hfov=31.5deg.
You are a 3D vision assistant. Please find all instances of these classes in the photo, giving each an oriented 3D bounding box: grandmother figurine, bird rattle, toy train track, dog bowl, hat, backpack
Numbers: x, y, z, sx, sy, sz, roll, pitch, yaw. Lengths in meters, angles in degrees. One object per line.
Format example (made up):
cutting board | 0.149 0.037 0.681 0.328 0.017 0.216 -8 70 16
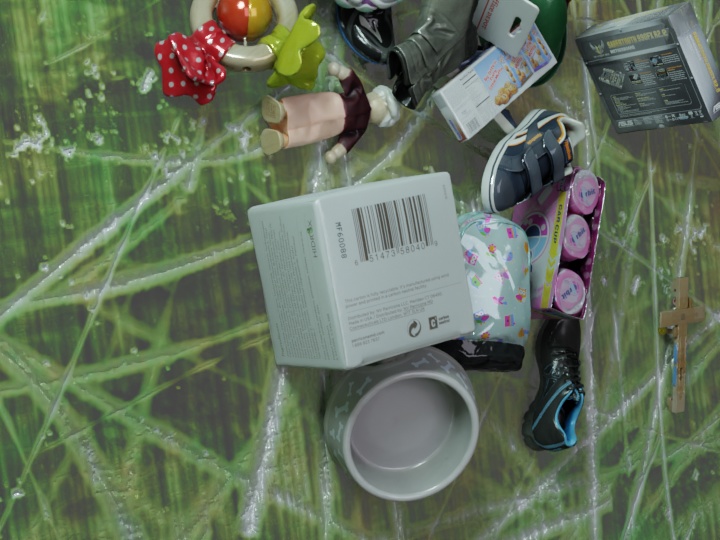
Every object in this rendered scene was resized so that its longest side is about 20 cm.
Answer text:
grandmother figurine | -0.030 -0.197 1.578 0.198 0.060 0.123 -12 122 -36
bird rattle | -0.140 -0.272 1.483 0.196 0.113 0.166 -5 66 -1
toy train track | 0.472 0.111 1.922 0.114 0.032 0.204 -4 97 -41
dog bowl | 0.056 0.193 1.568 0.197 0.059 0.203 -5 112 -13
hat | 0.264 -0.356 1.704 0.165 0.175 0.202 -34 107 -29
backpack | 0.149 0.027 1.648 0.165 0.126 0.204 6 82 -30

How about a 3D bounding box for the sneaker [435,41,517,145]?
sneaker | 0.159 -0.250 1.692 0.200 0.075 0.085 44 70 -25

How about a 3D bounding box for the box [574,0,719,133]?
box | 0.407 -0.279 1.786 0.048 0.199 0.160 -35 106 -25

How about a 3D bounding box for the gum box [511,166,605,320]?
gum box | 0.260 -0.039 1.730 0.065 0.113 0.203 17 79 -32

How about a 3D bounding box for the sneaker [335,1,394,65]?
sneaker | 0.013 -0.358 1.592 0.070 0.082 0.203 -6 92 -33

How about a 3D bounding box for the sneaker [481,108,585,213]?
sneaker | 0.227 -0.145 1.654 0.201 0.078 0.079 -52 139 -37

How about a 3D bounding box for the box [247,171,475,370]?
box | 0.000 0.000 1.520 0.197 0.170 0.204 -13 97 -33

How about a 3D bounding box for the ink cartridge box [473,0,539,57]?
ink cartridge box | 0.144 -0.372 1.611 0.199 0.116 0.067 34 66 5

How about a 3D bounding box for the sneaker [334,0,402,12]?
sneaker | -0.032 -0.367 1.484 0.197 0.140 0.079 10 82 0

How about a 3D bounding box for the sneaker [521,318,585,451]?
sneaker | 0.283 0.151 1.760 0.072 0.081 0.203 15 79 -30

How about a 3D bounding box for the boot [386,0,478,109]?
boot | 0.082 -0.294 1.539 0.131 0.067 0.201 -44 146 -25

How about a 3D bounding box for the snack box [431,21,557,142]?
snack box | 0.176 -0.249 1.651 0.200 0.024 0.072 -41 104 -31
